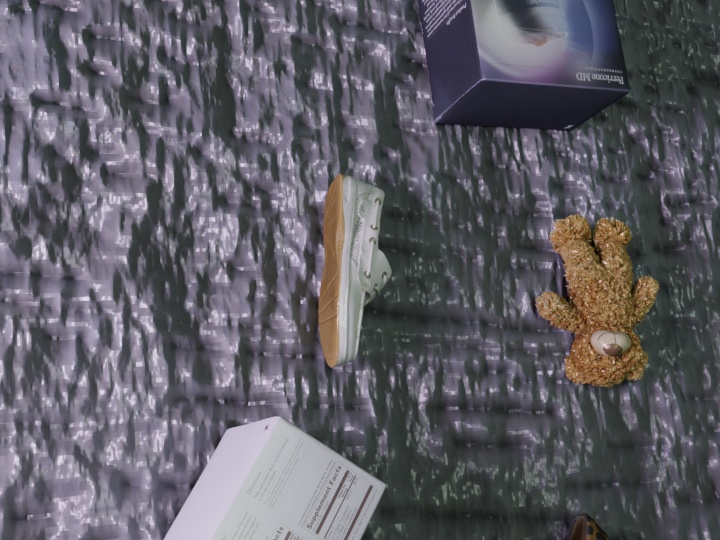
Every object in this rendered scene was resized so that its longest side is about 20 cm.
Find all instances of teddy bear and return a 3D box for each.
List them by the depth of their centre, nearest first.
[{"bbox_3d":[0.272,0.028,0.984,0.145,0.067,0.201,22,68,-14],"label":"teddy bear"}]

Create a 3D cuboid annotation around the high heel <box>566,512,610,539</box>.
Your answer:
[{"bbox_3d":[0.187,0.330,0.855,0.200,0.071,0.143,-8,85,-42],"label":"high heel"}]

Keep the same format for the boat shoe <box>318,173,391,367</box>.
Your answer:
[{"bbox_3d":[0.000,0.000,0.872,0.069,0.071,0.201,10,71,-19],"label":"boat shoe"}]

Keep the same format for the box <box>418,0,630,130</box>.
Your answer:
[{"bbox_3d":[0.183,-0.277,1.002,0.199,0.123,0.199,-2,78,-23],"label":"box"}]

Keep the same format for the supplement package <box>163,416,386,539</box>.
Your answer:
[{"bbox_3d":[-0.095,0.239,0.716,0.111,0.156,0.200,36,65,-13],"label":"supplement package"}]
